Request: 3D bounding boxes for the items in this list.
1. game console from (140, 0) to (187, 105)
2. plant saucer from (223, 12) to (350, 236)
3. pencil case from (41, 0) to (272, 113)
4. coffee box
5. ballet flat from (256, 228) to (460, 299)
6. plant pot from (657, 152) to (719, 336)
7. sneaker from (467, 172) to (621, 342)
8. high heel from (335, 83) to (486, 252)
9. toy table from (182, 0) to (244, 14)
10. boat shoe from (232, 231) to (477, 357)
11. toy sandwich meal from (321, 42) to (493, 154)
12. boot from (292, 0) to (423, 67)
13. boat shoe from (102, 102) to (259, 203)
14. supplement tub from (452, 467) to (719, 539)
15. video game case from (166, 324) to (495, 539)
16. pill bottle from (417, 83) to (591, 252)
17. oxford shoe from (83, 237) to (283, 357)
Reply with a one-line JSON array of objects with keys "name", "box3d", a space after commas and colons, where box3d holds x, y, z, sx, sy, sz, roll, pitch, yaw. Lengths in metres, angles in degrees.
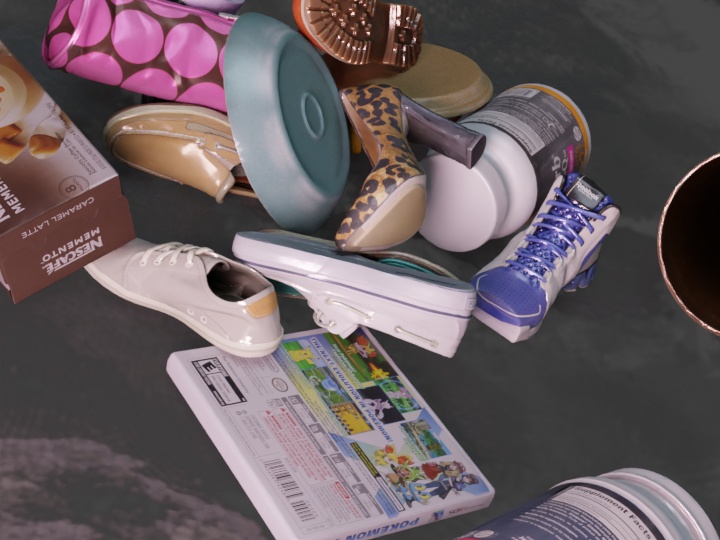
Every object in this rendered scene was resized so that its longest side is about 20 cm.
[{"name": "game console", "box3d": [-0.163, -0.242, 1.470, 0.171, 0.118, 0.200, 7, 36, 0]}, {"name": "plant saucer", "box3d": [-0.055, -0.130, 1.314, 0.036, 0.200, 0.200, -13, 28, 22]}, {"name": "pencil case", "box3d": [-0.175, -0.200, 1.340, 0.200, 0.094, 0.091, 11, 20, -27]}, {"name": "coffee box", "box3d": [-0.282, -0.083, 1.203, 0.114, 0.080, 0.200, -30, 56, -20]}, {"name": "ballet flat", "box3d": [0.000, 0.000, 1.283, 0.200, 0.067, 0.062, 15, 25, -10]}, {"name": "plant pot", "box3d": [0.400, -0.041, 1.469, 0.187, 0.187, 0.200, 30, 21, 13]}, {"name": "sneaker", "box3d": [0.169, -0.026, 1.358, 0.081, 0.115, 0.199, 33, 36, 18]}, {"name": "high heel", "box3d": [-0.002, -0.089, 1.293, 0.143, 0.071, 0.200, 27, 45, 23]}, {"name": "toy table", "box3d": [-0.137, -0.325, 1.432, 0.184, 0.117, 0.200, 30, 16, -27]}, {"name": "boat shoe", "box3d": [-0.010, 0.022, 1.206, 0.200, 0.067, 0.074, 15, 9, 4]}, {"name": "toy sandwich meal", "box3d": [0.033, -0.168, 1.484, 0.205, 0.070, 0.205, 2, 28, -1]}, {"name": "boot", "box3d": [-0.029, -0.229, 1.406, 0.107, 0.075, 0.200, 12, 2, 25]}, {"name": "boat shoe", "box3d": [-0.128, -0.096, 1.346, 0.200, 0.072, 0.076, 5, 52, -20]}, {"name": "supplement tub", "box3d": [0.132, 0.218, 0.988, 0.200, 0.140, 0.140, -17, 50, -42]}, {"name": "video game case", "box3d": [-0.024, 0.121, 1.144, 0.182, 0.022, 0.200, -8, 43, -35]}, {"name": "pill bottle", "box3d": [0.130, -0.097, 1.434, 0.116, 0.116, 0.200, 32, 37, 16]}, {"name": "oxford shoe", "box3d": [-0.141, 0.003, 1.196, 0.200, 0.058, 0.075, 26, 34, 28]}]
